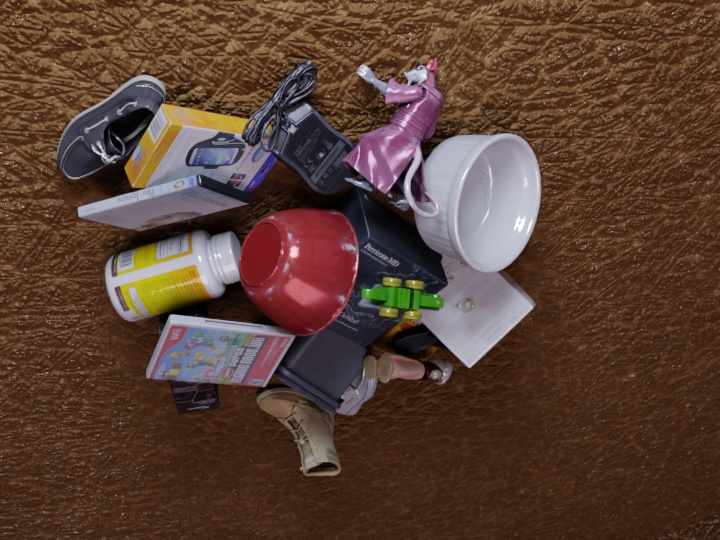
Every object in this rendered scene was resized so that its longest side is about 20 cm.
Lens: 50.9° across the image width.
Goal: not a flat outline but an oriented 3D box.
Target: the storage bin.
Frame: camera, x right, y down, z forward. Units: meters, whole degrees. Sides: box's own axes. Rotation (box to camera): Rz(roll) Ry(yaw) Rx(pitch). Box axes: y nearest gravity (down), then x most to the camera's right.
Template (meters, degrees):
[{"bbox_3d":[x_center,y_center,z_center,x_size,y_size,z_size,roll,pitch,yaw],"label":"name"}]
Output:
[{"bbox_3d":[-0.083,0.146,1.386,0.134,0.145,0.200,-48,134,-2],"label":"storage bin"}]

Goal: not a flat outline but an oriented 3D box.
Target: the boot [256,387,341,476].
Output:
[{"bbox_3d":[-0.123,0.334,1.554,0.073,0.156,0.200,-36,134,25],"label":"boot"}]

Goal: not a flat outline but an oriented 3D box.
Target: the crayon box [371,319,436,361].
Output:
[{"bbox_3d":[0.105,0.107,1.439,0.126,0.051,0.200,19,131,-32],"label":"crayon box"}]

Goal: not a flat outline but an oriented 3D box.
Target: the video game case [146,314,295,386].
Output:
[{"bbox_3d":[-0.218,0.130,1.183,0.199,0.018,0.143,9,134,-27],"label":"video game case"}]

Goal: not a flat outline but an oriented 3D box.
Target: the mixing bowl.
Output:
[{"bbox_3d":[-0.110,-0.011,1.125,0.108,0.201,0.200,19,131,-44],"label":"mixing bowl"}]

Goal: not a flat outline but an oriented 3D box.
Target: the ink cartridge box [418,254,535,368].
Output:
[{"bbox_3d":[0.176,0.045,1.318,0.162,0.200,0.050,-46,175,18],"label":"ink cartridge box"}]

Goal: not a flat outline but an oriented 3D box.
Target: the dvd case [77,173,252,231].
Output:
[{"bbox_3d":[-0.271,-0.091,1.063,0.199,0.018,0.143,-12,170,19],"label":"dvd case"}]

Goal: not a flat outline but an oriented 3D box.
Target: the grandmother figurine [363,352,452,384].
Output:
[{"bbox_3d":[0.105,0.185,1.424,0.199,0.121,0.061,7,97,-46],"label":"grandmother figurine"}]

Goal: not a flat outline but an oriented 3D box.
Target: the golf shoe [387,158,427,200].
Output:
[{"bbox_3d":[0.082,-0.142,1.149,0.199,0.077,0.088,22,109,-39],"label":"golf shoe"}]

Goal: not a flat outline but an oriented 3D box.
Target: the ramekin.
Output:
[{"bbox_3d":[0.170,-0.105,1.115,0.200,0.097,0.202,-16,114,-40],"label":"ramekin"}]

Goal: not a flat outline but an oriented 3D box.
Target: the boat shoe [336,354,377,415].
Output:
[{"bbox_3d":[-0.020,0.240,1.537,0.066,0.074,0.201,1,138,-20],"label":"boat shoe"}]

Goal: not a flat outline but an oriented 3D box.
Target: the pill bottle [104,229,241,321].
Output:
[{"bbox_3d":[-0.283,0.003,1.177,0.198,0.110,0.110,-16,139,4],"label":"pill bottle"}]

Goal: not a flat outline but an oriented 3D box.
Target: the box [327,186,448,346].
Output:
[{"bbox_3d":[0.000,0.000,1.242,0.200,0.118,0.196,-39,133,26],"label":"box"}]

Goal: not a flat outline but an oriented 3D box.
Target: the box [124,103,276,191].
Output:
[{"bbox_3d":[-0.205,-0.158,1.033,0.199,0.042,0.119,-2,144,-48],"label":"box"}]

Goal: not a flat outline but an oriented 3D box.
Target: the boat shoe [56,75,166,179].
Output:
[{"bbox_3d":[-0.334,-0.176,0.997,0.199,0.063,0.073,-34,134,22],"label":"boat shoe"}]

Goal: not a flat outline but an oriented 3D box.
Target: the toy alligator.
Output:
[{"bbox_3d":[0.084,0.047,1.191,0.199,0.060,0.054,7,176,-25],"label":"toy alligator"}]

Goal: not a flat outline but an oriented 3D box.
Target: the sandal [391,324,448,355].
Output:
[{"bbox_3d":[0.156,0.121,1.391,0.199,0.048,0.075,-24,138,13],"label":"sandal"}]

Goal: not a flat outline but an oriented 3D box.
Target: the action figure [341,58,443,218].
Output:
[{"bbox_3d":[0.061,-0.192,1.016,0.134,0.149,0.201,23,96,-45],"label":"action figure"}]

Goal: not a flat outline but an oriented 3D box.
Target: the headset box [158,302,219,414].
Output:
[{"bbox_3d":[-0.291,0.124,1.281,0.074,0.149,0.201,-8,139,-8],"label":"headset box"}]

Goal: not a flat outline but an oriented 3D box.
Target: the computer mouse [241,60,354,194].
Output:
[{"bbox_3d":[-0.075,-0.185,1.053,0.139,0.053,0.200,-49,137,-4],"label":"computer mouse"}]
